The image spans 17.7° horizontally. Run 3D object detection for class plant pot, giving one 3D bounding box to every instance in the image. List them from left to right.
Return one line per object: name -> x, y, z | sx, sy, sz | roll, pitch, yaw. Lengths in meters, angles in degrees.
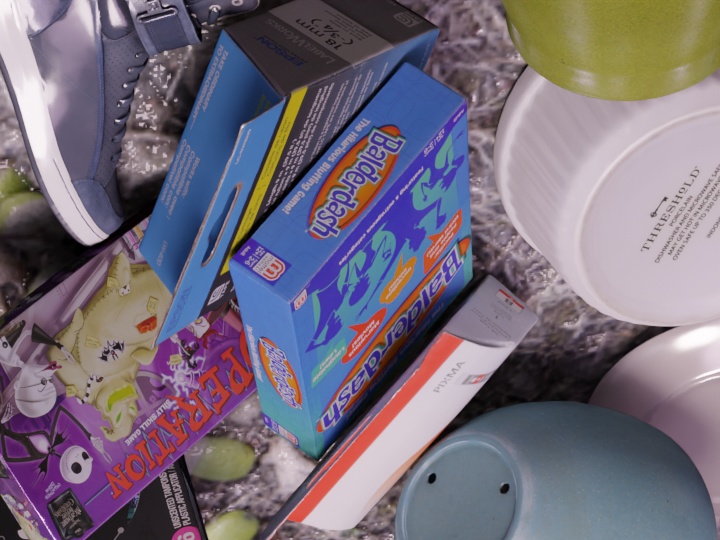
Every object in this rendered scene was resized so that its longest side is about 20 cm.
plant pot -> 0.098, 0.162, 1.406 | 0.200, 0.200, 0.135 | -42, 139, 16
plant pot -> 0.134, -0.195, 1.171 | 0.200, 0.201, 0.193 | -15, 143, -6

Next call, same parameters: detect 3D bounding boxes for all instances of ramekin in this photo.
ramekin -> 0.185, -0.057, 1.344 | 0.202, 0.094, 0.203 | -10, 130, -12

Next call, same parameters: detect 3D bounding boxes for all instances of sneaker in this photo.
sneaker -> -0.113, -0.108, 1.214 | 0.146, 0.077, 0.203 | -15, 129, -3

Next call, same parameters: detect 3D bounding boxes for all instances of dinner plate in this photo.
dinner plate -> 0.247, 0.103, 1.507 | 0.200, 0.024, 0.200 | -2, 135, -2

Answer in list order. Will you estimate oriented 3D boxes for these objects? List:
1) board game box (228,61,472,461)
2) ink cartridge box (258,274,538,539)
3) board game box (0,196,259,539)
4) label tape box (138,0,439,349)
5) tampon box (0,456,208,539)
board game box -> 0.000, 0.000, 1.269 | 0.152, 0.045, 0.200 | -50, 160, -19
ink cartridge box -> 0.024, 0.094, 1.354 | 0.050, 0.200, 0.162 | 40, 111, -1
board game box -> -0.131, 0.051, 1.259 | 0.200, 0.032, 0.120 | -42, 111, -38
label tape box -> -0.054, -0.061, 1.207 | 0.200, 0.063, 0.144 | -31, 150, -55
tampon box -> -0.192, 0.157, 1.334 | 0.200, 0.150, 0.126 | -18, 148, -4
